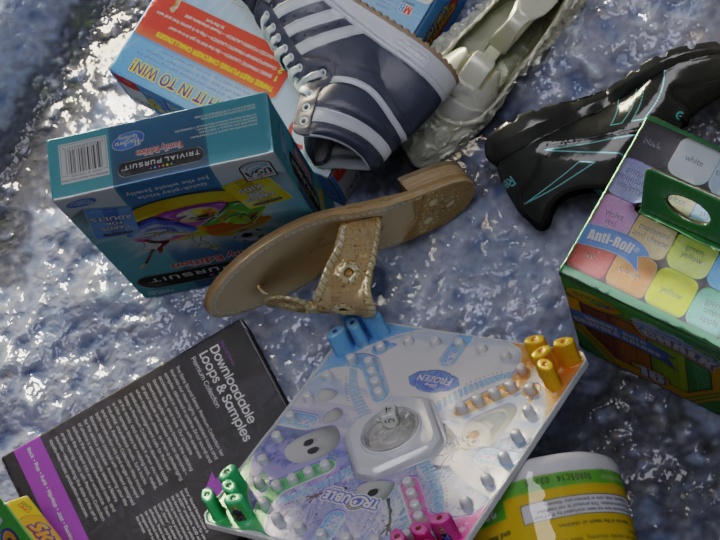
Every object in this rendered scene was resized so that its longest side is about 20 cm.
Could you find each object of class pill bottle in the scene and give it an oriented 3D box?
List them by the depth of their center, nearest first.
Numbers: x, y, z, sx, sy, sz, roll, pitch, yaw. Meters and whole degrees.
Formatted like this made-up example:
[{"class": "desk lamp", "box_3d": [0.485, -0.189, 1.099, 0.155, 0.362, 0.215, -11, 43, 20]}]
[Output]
[{"class": "pill bottle", "box_3d": [0.133, 0.226, 1.308, 0.111, 0.111, 0.201, -15, 68, 7]}]

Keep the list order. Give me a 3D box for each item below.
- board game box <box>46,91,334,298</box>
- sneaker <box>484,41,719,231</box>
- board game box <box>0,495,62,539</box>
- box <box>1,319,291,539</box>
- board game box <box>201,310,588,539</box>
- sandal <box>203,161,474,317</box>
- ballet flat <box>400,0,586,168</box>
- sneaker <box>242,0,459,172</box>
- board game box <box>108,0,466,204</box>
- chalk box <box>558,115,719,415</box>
[{"class": "board game box", "box_3d": [-0.109, -0.046, 1.410, 0.150, 0.200, 0.047, -12, 68, 9]}, {"class": "sneaker", "box_3d": [0.190, -0.096, 1.440, 0.200, 0.075, 0.079, -24, 78, 12]}, {"class": "board game box", "box_3d": [-0.204, 0.245, 1.396, 0.200, 0.030, 0.096, 46, 126, 20]}, {"class": "box", "box_3d": [-0.133, 0.145, 1.438, 0.200, 0.036, 0.143, -30, 68, 2]}, {"class": "board game box", "box_3d": [0.019, 0.104, 1.345, 0.200, 0.026, 0.200, 8, 46, 38]}, {"class": "sandal", "box_3d": [0.000, -0.003, 1.416, 0.211, 0.078, 0.070, -27, 61, -20]}, {"class": "ballet flat", "box_3d": [0.094, -0.162, 1.472, 0.072, 0.072, 0.200, 36, 81, 21]}, {"class": "sneaker", "box_3d": [-0.041, -0.146, 1.441, 0.200, 0.070, 0.109, 33, 80, 18]}, {"class": "board game box", "box_3d": [-0.050, -0.179, 1.522, 0.200, 0.056, 0.196, 27, 79, 20]}, {"class": "chalk box", "box_3d": [0.212, -0.006, 1.324, 0.125, 0.200, 0.124, 27, 78, 20]}]
